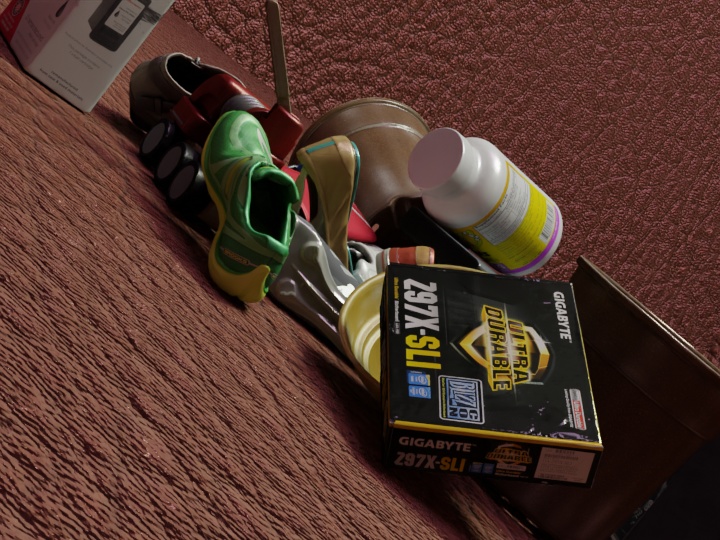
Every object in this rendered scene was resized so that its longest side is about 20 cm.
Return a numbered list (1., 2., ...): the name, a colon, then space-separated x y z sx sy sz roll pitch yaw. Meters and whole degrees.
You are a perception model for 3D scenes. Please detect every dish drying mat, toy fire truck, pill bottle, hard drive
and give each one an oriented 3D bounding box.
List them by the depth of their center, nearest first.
1. toy fire truck: -0.111 -0.148 1.416 0.128 0.201 0.176 36 8 -31
2. dish drying mat: -0.038 -0.067 1.543 0.077 0.018 0.200 55 12 15
3. hard drive: 0.139 0.015 1.670 0.199 0.033 0.140 36 5 -42
4. pill bottle: 0.135 -0.078 1.675 0.200 0.104 0.104 36 7 -45

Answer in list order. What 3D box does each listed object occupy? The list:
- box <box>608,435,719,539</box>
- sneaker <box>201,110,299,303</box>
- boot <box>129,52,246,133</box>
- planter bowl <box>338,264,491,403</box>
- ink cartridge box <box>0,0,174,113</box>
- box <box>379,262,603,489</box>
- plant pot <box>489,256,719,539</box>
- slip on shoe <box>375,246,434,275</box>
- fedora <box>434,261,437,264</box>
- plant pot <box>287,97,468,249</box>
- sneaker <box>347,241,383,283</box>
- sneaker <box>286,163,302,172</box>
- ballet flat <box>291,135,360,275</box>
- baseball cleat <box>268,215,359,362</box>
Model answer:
1. box: 0.328 0.209 1.532 0.123 0.201 0.197 36 7 -14
2. sneaker: -0.084 -0.063 1.265 0.074 0.083 0.202 27 37 -33
3. boot: -0.150 -0.157 1.571 0.198 0.071 0.146 20 -22 -21
4. planter bowl: 0.074 0.087 1.263 0.197 0.084 0.201 7 35 -5
5. ink cartridge box: -0.250 -0.275 1.472 0.083 0.201 0.145 34 8 -35
6. box: 0.095 0.077 1.168 0.157 0.050 0.201 5 36 -3
7. plant pot: 0.209 0.127 1.345 0.200 0.199 0.200 39 8 -6
8. slip on shoe: 0.072 0.058 1.456 0.075 0.060 0.202 -87 159 -53
9. fedora: 0.086 0.051 1.680 0.176 0.091 0.200 40 7 -3
10. plant pot: 0.031 -0.073 1.816 0.200 0.200 0.199 35 15 -34
11. sneaker: 0.000 0.000 1.564 0.081 0.075 0.200 50 2 -18
12. sneaker: -0.064 -0.068 1.654 0.077 0.085 0.200 43 7 29
13. ballet flat: -0.040 -0.035 1.418 0.062 0.202 0.069 -10 35 -19
14. baseball cleat: -0.034 0.022 1.376 0.201 0.070 0.106 50 0 -2
